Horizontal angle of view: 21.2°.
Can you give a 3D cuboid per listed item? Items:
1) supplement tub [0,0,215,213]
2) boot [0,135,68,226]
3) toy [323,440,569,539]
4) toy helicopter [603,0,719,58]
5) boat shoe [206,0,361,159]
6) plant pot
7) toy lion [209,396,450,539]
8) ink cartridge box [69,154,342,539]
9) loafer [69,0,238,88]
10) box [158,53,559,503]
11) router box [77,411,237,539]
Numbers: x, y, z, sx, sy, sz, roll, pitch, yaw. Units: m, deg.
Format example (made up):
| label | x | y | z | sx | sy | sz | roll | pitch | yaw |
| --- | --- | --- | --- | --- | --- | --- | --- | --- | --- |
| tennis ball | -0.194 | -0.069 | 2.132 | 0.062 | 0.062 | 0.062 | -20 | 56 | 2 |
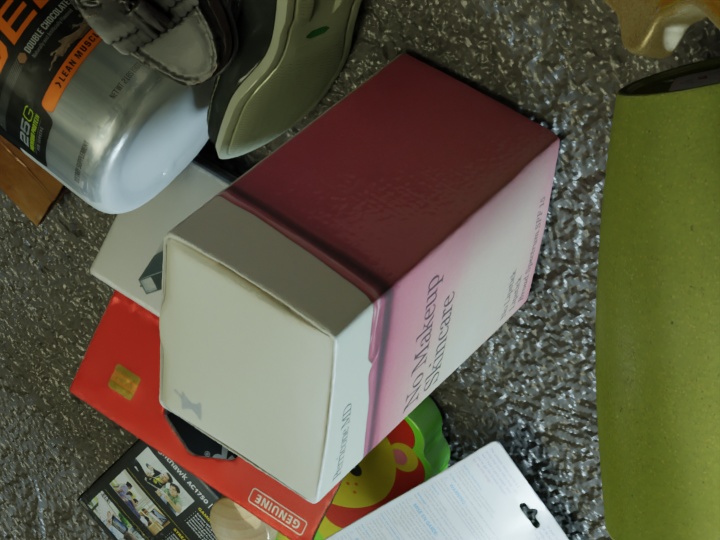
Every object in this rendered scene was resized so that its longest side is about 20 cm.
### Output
| label | x | y | z | sx | sy | sz | roll | pitch | yaw |
| --- | --- | --- | --- | --- | --- | --- | --- | --- | --- |
| supplement tub | -0.183 | -0.135 | 1.120 | 0.200 | 0.122 | 0.123 | 37 | 140 | 15 |
| boot | -0.277 | -0.113 | 1.297 | 0.200 | 0.069 | 0.188 | 46 | 135 | -8 |
| toy | 0.024 | 0.184 | 1.173 | 0.200 | 0.047 | 0.115 | -33 | 116 | 7 |
| toy helicopter | 0.152 | -0.136 | 0.795 | 0.133 | 0.079 | 0.200 | -62 | 40 | 33 |
| boat shoe | -0.046 | -0.137 | 1.044 | 0.068 | 0.072 | 0.200 | 55 | 146 | 22 |
| plant pot | 0.183 | 0.006 | 0.874 | 0.187 | 0.187 | 0.201 | -3 | 104 | 45 |
| toy lion | 0.000 | 0.136 | 1.230 | 0.200 | 0.069 | 0.192 | 37 | 131 | 8 |
| ink cartridge box | -0.078 | 0.045 | 1.161 | 0.200 | 0.045 | 0.177 | 30 | 99 | 21 |
| loafer | -0.142 | -0.169 | 0.979 | 0.072 | 0.063 | 0.200 | -33 | 104 | 23 |
| box | 0.000 | 0.000 | 0.999 | 0.109 | 0.200 | 0.128 | 30 | 139 | 22 |
| router box | -0.096 | 0.199 | 1.376 | 0.200 | 0.051 | 0.149 | 48 | 140 | 0 |
